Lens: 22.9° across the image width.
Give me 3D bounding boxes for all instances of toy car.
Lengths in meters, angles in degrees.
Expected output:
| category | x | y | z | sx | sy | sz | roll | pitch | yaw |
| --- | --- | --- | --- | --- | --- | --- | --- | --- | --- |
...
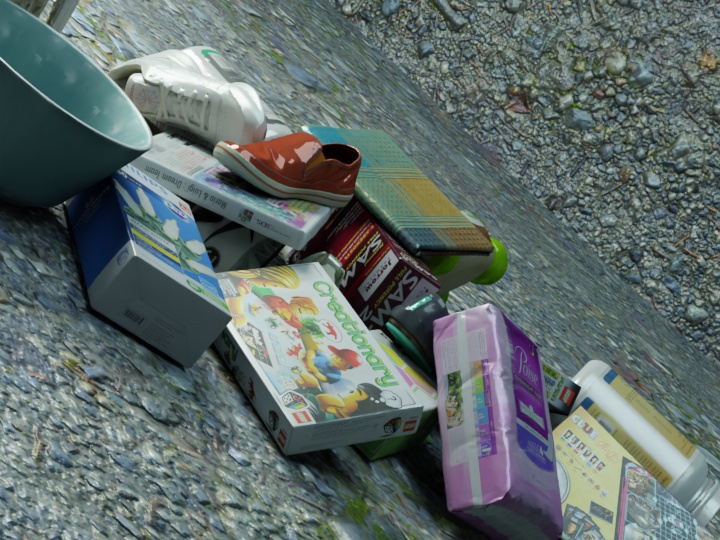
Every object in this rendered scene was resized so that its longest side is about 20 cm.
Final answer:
| category | x | y | z | sx | sy | sz | roll | pitch | yaw |
| --- | --- | --- | --- | --- | --- | --- | --- | --- | --- |
| toy car | 0.049 | -0.066 | 1.974 | 0.164 | 0.157 | 0.201 | 10 | 56 | -62 |

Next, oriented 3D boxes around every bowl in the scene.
| category | x | y | z | sx | sy | sz | roll | pitch | yaw |
| --- | --- | --- | --- | --- | --- | --- | --- | --- | --- |
| bowl | -0.277 | -0.127 | 1.438 | 0.201 | 0.105 | 0.201 | 40 | 13 | -11 |

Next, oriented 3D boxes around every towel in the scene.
| category | x | y | z | sx | sy | sz | roll | pitch | yaw |
| --- | --- | --- | --- | --- | --- | --- | --- | --- | --- |
| towel | 0.036 | -0.082 | 1.847 | 0.146 | 0.022 | 0.200 | 0 | 41 | -51 |

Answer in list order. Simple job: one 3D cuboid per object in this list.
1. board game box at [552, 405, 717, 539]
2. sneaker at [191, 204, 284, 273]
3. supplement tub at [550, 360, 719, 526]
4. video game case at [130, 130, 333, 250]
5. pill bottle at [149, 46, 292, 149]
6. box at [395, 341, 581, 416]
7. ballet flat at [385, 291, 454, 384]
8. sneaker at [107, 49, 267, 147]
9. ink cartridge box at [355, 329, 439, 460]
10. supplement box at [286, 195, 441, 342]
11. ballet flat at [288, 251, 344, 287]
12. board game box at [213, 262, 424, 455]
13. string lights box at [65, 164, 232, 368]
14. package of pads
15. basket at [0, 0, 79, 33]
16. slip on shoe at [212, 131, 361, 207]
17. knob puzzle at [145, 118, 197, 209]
| category | x | y | z | sx | sy | sz | roll | pitch | yaw |
| --- | --- | --- | --- | --- | --- | --- | --- | --- | --- |
| board game box | 0.241 | 0.244 | 1.734 | 0.200 | 0.035 | 0.135 | 45 | 54 | 13 |
| sneaker | -0.116 | -0.037 | 1.688 | 0.088 | 0.074 | 0.200 | 43 | 12 | 0 |
| supplement tub | 0.272 | 0.209 | 1.868 | 0.200 | 0.145 | 0.145 | 44 | 13 | 8 |
| video game case | -0.121 | -0.078 | 1.669 | 0.181 | 0.024 | 0.200 | 25 | 11 | 2 |
| pill bottle | -0.136 | -0.132 | 1.857 | 0.200 | 0.113 | 0.113 | 48 | 14 | 26 |
| box | 0.126 | 0.099 | 1.847 | 0.110 | 0.035 | 0.200 | 35 | -14 | -28 |
| ballet flat | 0.077 | 0.080 | 1.735 | 0.073 | 0.073 | 0.200 | 49 | -9 | 31 |
| sneaker | -0.172 | -0.158 | 1.746 | 0.099 | 0.075 | 0.199 | -11 | 29 | -41 |
| ink cartridge box | 0.023 | 0.111 | 1.643 | 0.104 | 0.059 | 0.200 | 43 | 12 | 14 |
| supplement box | 0.000 | 0.000 | 1.813 | 0.061 | 0.109 | 0.200 | 33 | 11 | -29 |
| ballet flat | -0.050 | 0.020 | 1.702 | 0.068 | 0.072 | 0.200 | 42 | 12 | -4 |
| board game box | -0.049 | 0.070 | 1.498 | 0.125 | 0.035 | 0.200 | -6 | 41 | -31 |
| string lights box | -0.178 | -0.014 | 1.459 | 0.103 | 0.059 | 0.200 | 35 | 15 | -30 |
| package of pads | 0.125 | 0.144 | 1.622 | 0.120 | 0.075 | 0.201 | 41 | 37 | -50 |
| basket | -0.360 | -0.269 | 1.562 | 0.199 | 0.136 | 0.123 | 36 | 14 | 7 |
| slip on shoe | -0.067 | -0.104 | 1.686 | 0.074 | 0.062 | 0.199 | 34 | 15 | 33 |
| knob puzzle | -0.220 | -0.114 | 1.735 | 0.219 | 0.030 | 0.220 | 39 | 13 | -10 |
